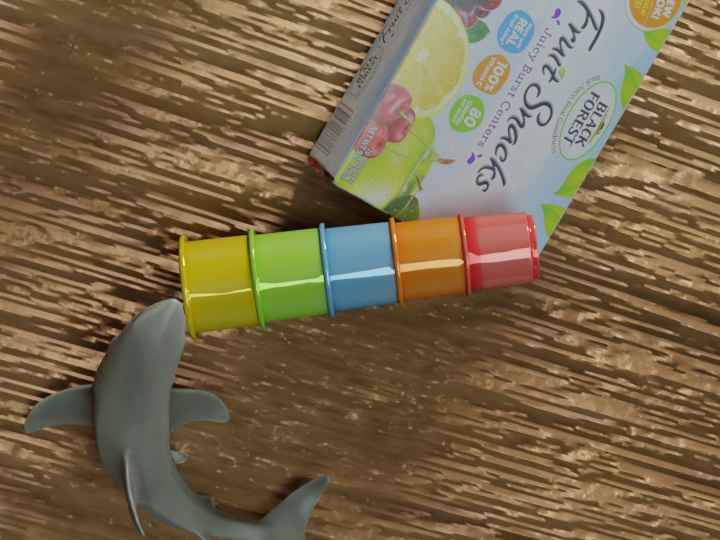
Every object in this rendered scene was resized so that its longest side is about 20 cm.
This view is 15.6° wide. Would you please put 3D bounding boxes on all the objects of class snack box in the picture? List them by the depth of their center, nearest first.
[{"bbox_3d":[0.081,-0.113,1.498,0.142,0.053,0.200,26,98,-28],"label":"snack box"}]

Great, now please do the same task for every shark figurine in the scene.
[{"bbox_3d":[-0.106,0.124,1.479,0.128,0.090,0.215,-25,127,13],"label":"shark figurine"}]

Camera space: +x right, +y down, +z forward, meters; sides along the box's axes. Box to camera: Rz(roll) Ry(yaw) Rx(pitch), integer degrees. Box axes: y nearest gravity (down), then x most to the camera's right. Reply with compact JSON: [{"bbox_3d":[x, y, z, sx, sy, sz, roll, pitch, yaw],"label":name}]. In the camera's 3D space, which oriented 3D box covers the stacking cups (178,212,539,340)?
[{"bbox_3d":[0.000,0.000,1.462,0.199,0.061,0.061,-6,111,3],"label":"stacking cups"}]
